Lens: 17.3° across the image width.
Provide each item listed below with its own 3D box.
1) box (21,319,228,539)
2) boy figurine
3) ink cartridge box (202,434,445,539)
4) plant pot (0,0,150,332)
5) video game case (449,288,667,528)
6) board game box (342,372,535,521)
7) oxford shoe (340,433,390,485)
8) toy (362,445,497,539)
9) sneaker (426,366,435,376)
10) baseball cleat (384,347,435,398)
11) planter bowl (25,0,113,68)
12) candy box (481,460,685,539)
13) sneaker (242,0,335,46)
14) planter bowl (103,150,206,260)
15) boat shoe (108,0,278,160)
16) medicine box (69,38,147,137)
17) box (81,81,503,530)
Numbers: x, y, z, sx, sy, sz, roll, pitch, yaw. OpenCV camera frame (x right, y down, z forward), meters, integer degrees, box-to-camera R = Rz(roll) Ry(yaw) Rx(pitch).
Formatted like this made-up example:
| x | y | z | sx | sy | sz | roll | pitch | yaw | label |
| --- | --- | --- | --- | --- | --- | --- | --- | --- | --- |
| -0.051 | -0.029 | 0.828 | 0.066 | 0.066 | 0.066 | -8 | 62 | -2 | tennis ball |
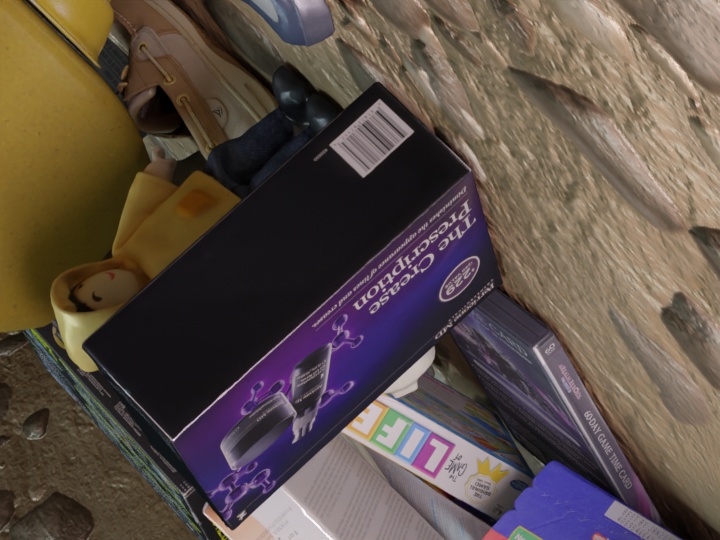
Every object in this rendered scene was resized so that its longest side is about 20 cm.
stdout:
| x | y | z | sx | sy | sz | roll | pitch | yaw | label |
| --- | --- | --- | --- | --- | --- | --- | --- | --- | --- |
| -0.149 | 0.089 | 1.555 | 0.200 | 0.044 | 0.160 | 45 | 168 | 21 | box |
| -0.095 | -0.026 | 1.334 | 0.124 | 0.200 | 0.065 | 45 | 171 | 39 | boy figurine |
| 0.006 | 0.170 | 1.346 | 0.200 | 0.050 | 0.162 | 48 | -168 | -3 | ink cartridge box |
| -0.241 | -0.077 | 1.430 | 0.200 | 0.196 | 0.194 | 37 | -177 | -39 | plant pot |
| 0.099 | 0.069 | 1.371 | 0.143 | 0.019 | 0.200 | 39 | 166 | 47 | video game case |
| 0.006 | 0.074 | 1.441 | 0.199 | 0.034 | 0.134 | 31 | -171 | -13 | board game box |
| -0.028 | 0.130 | 1.470 | 0.200 | 0.058 | 0.075 | 53 | 154 | 17 | oxford shoe |
| 0.041 | 0.150 | 1.493 | 0.200 | 0.047 | 0.116 | 27 | 146 | 40 | toy |
| -0.036 | 0.067 | 1.558 | 0.074 | 0.118 | 0.200 | 35 | 174 | 42 | sneaker |
| 0.000 | 0.000 | 1.389 | 0.200 | 0.069 | 0.107 | -126 | 12 | -69 | baseball cleat |
| -0.194 | -0.214 | 1.353 | 0.200 | 0.083 | 0.200 | 44 | 179 | 1 | planter bowl |
| 0.176 | 0.218 | 1.371 | 0.169 | 0.077 | 0.200 | 31 | 162 | 36 | candy box |
| -0.098 | -0.171 | 1.127 | 0.200 | 0.082 | 0.070 | 49 | 170 | 1 | sneaker |
| -0.121 | 0.003 | 1.622 | 0.200 | 0.135 | 0.200 | 47 | 168 | 13 | planter bowl |
| -0.116 | -0.114 | 1.474 | 0.200 | 0.069 | 0.074 | 41 | 168 | 40 | boat shoe |
| -0.258 | -0.132 | 1.649 | 0.182 | 0.200 | 0.103 | 47 | 170 | 12 | medicine box |
| -0.029 | 0.021 | 1.213 | 0.079 | 0.200 | 0.141 | 44 | 170 | 22 | box |
